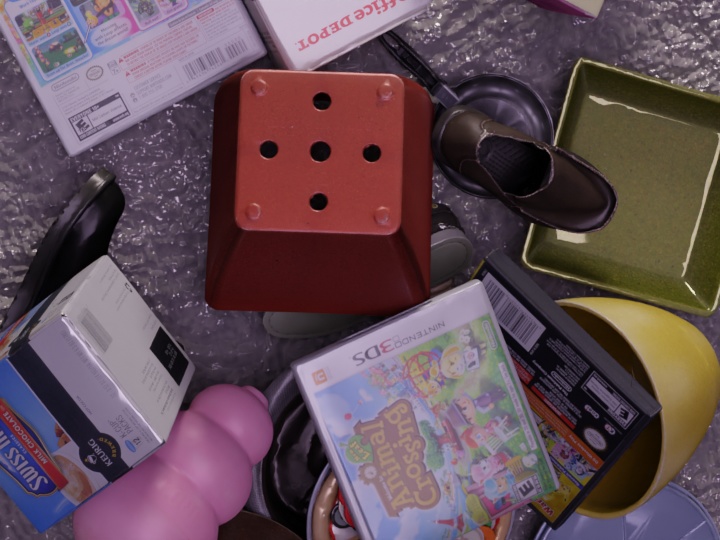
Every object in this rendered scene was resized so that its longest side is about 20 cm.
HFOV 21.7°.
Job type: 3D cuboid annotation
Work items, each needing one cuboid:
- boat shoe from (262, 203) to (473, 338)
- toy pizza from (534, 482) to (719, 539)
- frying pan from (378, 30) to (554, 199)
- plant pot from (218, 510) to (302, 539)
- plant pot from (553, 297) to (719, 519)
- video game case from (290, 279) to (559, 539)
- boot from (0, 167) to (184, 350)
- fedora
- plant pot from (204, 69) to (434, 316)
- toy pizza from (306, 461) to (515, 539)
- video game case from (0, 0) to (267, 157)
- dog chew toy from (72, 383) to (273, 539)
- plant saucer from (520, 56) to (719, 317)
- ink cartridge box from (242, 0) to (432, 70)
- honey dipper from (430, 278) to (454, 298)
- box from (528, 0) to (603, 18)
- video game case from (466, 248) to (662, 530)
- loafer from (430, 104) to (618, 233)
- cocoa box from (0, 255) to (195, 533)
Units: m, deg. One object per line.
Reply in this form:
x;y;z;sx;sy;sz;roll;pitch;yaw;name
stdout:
0.000;0.000;1.705;0.200;0.061;0.072;-21;139;-4;boat shoe
0.250;0.290;1.788;0.199;0.032;0.201;-1;97;-11;toy pizza
0.102;-0.154;1.697;0.115;0.031;0.191;-24;98;13;frying pan
-0.128;0.339;1.611;0.186;0.200;0.188;3;119;6;plant pot
0.245;0.109;1.711;0.142;0.200;0.201;-16;100;-39;plant pot
0.058;0.135;1.618;0.181;0.022;0.201;-24;101;-11;video game case
-0.218;0.032;1.653;0.157;0.079;0.212;28;101;-6;boot
-0.024;0.160;1.700;0.176;0.090;0.201;9;101;-10;fedora
-0.033;-0.079;1.588;0.199;0.176;0.201;2;77;-1;plant pot
0.049;0.219;1.661;0.199;0.032;0.201;-5;107;-19;toy pizza
-0.210;-0.226;1.648;0.199;0.024;0.183;-28;100;0;video game case
-0.148;0.176;1.584;0.125;0.124;0.200;47;66;-12;dog chew toy
0.260;-0.077;1.750;0.199;0.048;0.201;15;93;-11;plant saucer
-0.048;-0.289;1.650;0.144;0.084;0.201;-28;100;-7;ink cartridge box
0.099;0.104;1.745;0.038;0.038;0.201;-21;101;-8;honey dipper
0.156;-0.351;1.652;0.175;0.097;0.201;21;93;-30;box
0.147;0.107;1.663;0.200;0.181;0.025;44;44;13;video game case
0.152;-0.078;1.651;0.199;0.071;0.073;21;99;-29;loafer
-0.233;0.096;1.523;0.131;0.200;0.134;-36;100;10;cocoa box
